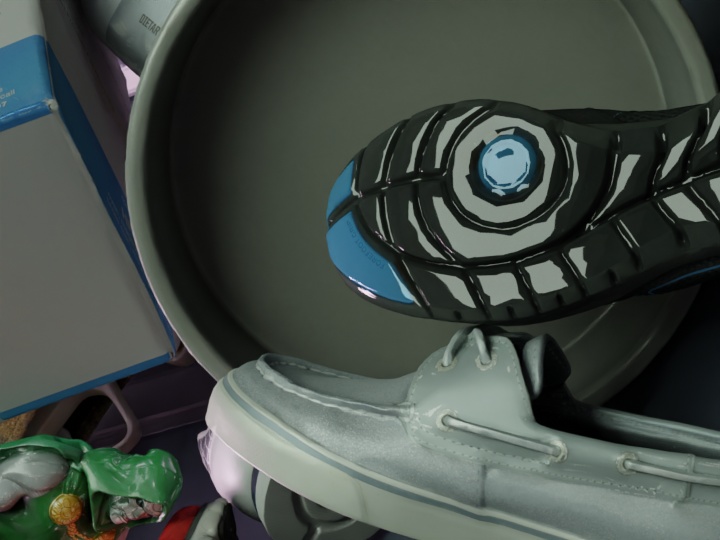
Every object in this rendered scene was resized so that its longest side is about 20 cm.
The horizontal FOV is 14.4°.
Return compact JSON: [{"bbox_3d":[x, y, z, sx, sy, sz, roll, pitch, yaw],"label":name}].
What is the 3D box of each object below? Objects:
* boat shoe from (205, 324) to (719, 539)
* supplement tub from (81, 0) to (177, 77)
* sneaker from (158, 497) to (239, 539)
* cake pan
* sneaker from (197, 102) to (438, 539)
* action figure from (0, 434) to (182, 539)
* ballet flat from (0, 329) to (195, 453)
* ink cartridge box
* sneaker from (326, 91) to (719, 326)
[{"bbox_3d":[0.050,0.053,0.906,0.201,0.070,0.072,18,102,14],"label":"boat shoe"},{"bbox_3d":[-0.005,-0.148,1.060,0.200,0.122,0.123,-56,44,13],"label":"supplement tub"},{"bbox_3d":[-0.094,0.143,0.981,0.085,0.077,0.200,4,32,18],"label":"sneaker"},{"bbox_3d":[0.022,-0.036,0.957,0.200,0.200,0.037,-58,8,9],"label":"cake pan"},{"bbox_3d":[0.000,0.000,1.034,0.200,0.076,0.080,-61,33,4],"label":"sneaker"},{"bbox_3d":[-0.154,0.102,1.036,0.200,0.118,0.055,-21,53,19],"label":"action figure"},{"bbox_3d":[-0.101,0.034,1.122,0.200,0.071,0.071,-52,44,0],"label":"ballet flat"},{"bbox_3d":[-0.156,-0.052,1.054,0.128,0.125,0.200,-20,39,5],"label":"ink cartridge box"},{"bbox_3d":[0.088,-0.017,0.906,0.200,0.082,0.073,-6,77,21],"label":"sneaker"}]
